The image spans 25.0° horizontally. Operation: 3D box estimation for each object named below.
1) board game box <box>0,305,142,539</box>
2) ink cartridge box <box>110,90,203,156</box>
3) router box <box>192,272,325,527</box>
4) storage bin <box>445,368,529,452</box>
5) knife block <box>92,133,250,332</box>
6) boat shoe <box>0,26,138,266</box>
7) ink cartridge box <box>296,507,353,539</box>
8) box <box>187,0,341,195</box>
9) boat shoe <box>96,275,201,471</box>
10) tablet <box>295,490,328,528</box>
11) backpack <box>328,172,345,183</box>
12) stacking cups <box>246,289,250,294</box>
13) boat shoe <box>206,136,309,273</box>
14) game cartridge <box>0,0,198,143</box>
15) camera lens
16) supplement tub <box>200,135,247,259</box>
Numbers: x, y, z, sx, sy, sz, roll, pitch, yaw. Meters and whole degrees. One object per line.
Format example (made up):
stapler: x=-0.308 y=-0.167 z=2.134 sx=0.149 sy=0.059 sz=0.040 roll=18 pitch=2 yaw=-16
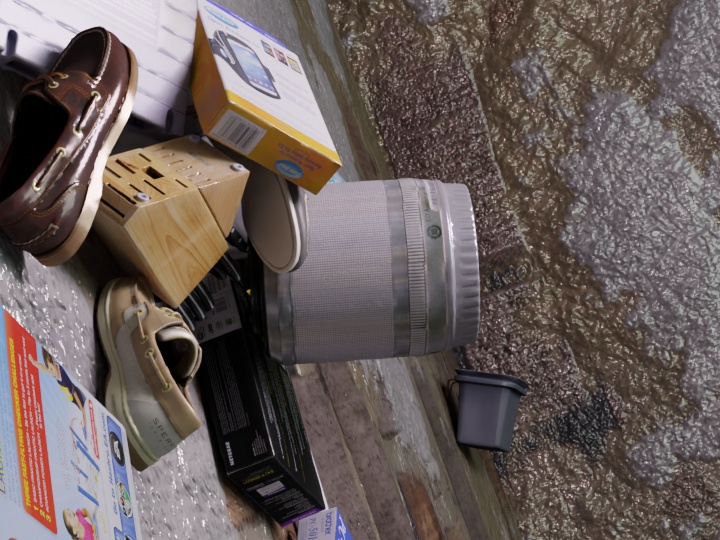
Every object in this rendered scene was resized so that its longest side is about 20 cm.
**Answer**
board game box: x=-0.182 y=0.138 z=0.892 sx=0.196 sy=0.056 sz=0.201 roll=58 pitch=14 yaw=-53
ink cartridge box: x=-0.213 y=-0.193 z=1.379 sx=0.146 sy=0.085 sz=0.201 roll=-61 pitch=132 yaw=-79
router box: x=-0.098 y=0.117 z=1.490 sx=0.149 sy=0.051 sz=0.201 roll=57 pitch=14 yaw=-58
storage bin: x=0.228 y=0.264 z=3.030 sx=0.200 sy=0.144 sz=0.135 roll=40 pitch=57 yaw=-74
knife block: x=-0.163 y=-0.013 z=1.292 sx=0.064 sy=0.176 sz=0.200 roll=33 pitch=30 yaw=22
boat shoe: x=-0.208 y=-0.101 z=1.132 sx=0.070 sy=0.070 sz=0.201 roll=44 pitch=39 yaw=-38
ink cartridge box: x=-0.026 y=0.316 z=1.478 sx=0.200 sy=0.044 sz=0.094 roll=-89 pitch=158 yaw=-61
box: x=-0.092 y=-0.155 z=1.357 sx=0.119 sy=0.042 sz=0.200 roll=28 pitch=23 yaw=-32
boat shoe: x=-0.151 y=0.067 z=1.205 sx=0.201 sy=0.066 sz=0.074 roll=-108 pitch=171 yaw=-52
tablet: x=-0.056 y=0.221 z=1.648 sx=0.130 sy=0.014 sz=0.201 roll=43 pitch=28 yaw=-72
backpack: x=-0.072 y=-0.070 z=1.802 sx=0.163 sy=0.154 sz=0.200 roll=36 pitch=-3 yaw=-30
stacking cups: x=-0.097 y=0.038 z=1.708 sx=0.200 sy=0.060 sz=0.061 roll=-72 pitch=141 yaw=-84
boat shoe: x=-0.076 y=-0.082 z=1.380 sx=0.057 sy=0.067 sz=0.201 roll=4 pitch=48 yaw=-40
game cartridge: x=-0.208 y=-0.191 z=1.247 sx=0.199 sy=0.038 sz=0.131 roll=25 pitch=59 yaw=-47
camera lens: x=0.000 y=0.000 z=1.457 sx=0.160 sy=0.198 sz=0.161 roll=176 pitch=-90 yaw=-88
supplement tub: x=-0.123 y=-0.098 z=1.606 sx=0.200 sy=0.122 sz=0.123 roll=-87 pitch=155 yaw=-69
